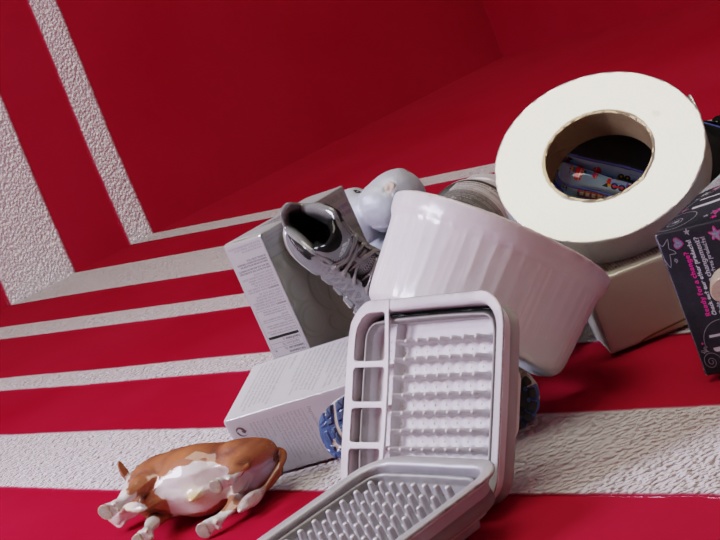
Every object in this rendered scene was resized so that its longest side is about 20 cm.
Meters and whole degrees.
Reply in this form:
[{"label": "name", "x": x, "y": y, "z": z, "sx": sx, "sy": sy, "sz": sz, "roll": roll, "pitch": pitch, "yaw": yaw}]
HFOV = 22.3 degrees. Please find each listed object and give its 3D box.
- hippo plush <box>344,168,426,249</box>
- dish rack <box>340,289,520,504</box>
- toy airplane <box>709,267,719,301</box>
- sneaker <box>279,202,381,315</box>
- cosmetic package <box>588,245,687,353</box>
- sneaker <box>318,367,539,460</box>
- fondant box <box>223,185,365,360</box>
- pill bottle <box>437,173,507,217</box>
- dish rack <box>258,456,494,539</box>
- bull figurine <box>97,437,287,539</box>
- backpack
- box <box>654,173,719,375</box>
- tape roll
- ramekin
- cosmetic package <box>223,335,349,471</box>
[{"label": "hippo plush", "x": 0.037, "y": -0.023, "z": 1.998, "sx": 0.200, "sy": 0.161, "sz": 0.159, "roll": -30, "pitch": -11, "yaw": 30}, {"label": "dish rack", "x": 0.060, "y": 0.107, "z": 1.446, "sx": 0.043, "sy": 0.173, "sz": 0.200, "roll": 9, "pitch": -10, "yaw": -34}, {"label": "toy airplane", "x": 0.381, "y": 0.004, "z": 1.305, "sx": 0.198, "sy": 0.142, "sz": 0.200, "roll": 8, "pitch": -18, "yaw": -25}, {"label": "sneaker", "x": 0.000, "y": 0.000, "z": 1.698, "sx": 0.075, "sy": 0.200, "sz": 0.116, "roll": -56, "pitch": -15, "yaw": -5}, {"label": "cosmetic package", "x": 0.301, "y": -0.001, "z": 1.676, "sx": 0.199, "sy": 0.073, "sz": 0.104, "roll": -22, "pitch": 11, "yaw": 1}, {"label": "sneaker", "x": 0.063, "y": 0.125, "z": 1.574, "sx": 0.199, "sy": 0.077, "sz": 0.085, "roll": -11, "pitch": 4, "yaw": 17}, {"label": "fondant box", "x": -0.037, "y": 0.034, "z": 1.833, "sx": 0.058, "sy": 0.201, "sz": 0.144, "roll": -16, "pitch": 12, "yaw": 41}, {"label": "pill bottle", "x": 0.122, "y": -0.042, "z": 2.140, "sx": 0.113, "sy": 0.114, "sz": 0.200, "roll": -17, "pitch": 11, "yaw": 24}, {"label": "dish rack", "x": -0.004, "y": 0.203, "z": 1.331, "sx": 0.200, "sy": 0.044, "sz": 0.171, "roll": -33, "pitch": 14, "yaw": -31}, {"label": "bull figurine", "x": -0.163, "y": 0.198, "z": 1.649, "sx": 0.199, "sy": 0.065, "sz": 0.121, "roll": -20, "pitch": 14, "yaw": 24}, {"label": "backpack", "x": 0.271, "y": -0.074, "z": 1.832, "sx": 0.182, "sy": 0.200, "sz": 0.135, "roll": 16, "pitch": 63, "yaw": 9}, {"label": "box", "x": 0.342, "y": -0.017, "z": 1.506, "sx": 0.114, "sy": 0.133, "sz": 0.200, "roll": -16, "pitch": 12, "yaw": 33}, {"label": "tape roll", "x": 0.225, "y": -0.098, "z": 1.694, "sx": 0.202, "sy": 0.037, "sz": 0.204, "roll": -11, "pitch": 52, "yaw": 14}, {"label": "ramekin", "x": 0.104, "y": 0.015, "z": 1.564, "sx": 0.098, "sy": 0.200, "sz": 0.200, "roll": -67, "pitch": 19, "yaw": -5}, {"label": "cosmetic package", "x": -0.015, "y": 0.115, "z": 1.689, "sx": 0.199, "sy": 0.071, "sz": 0.102, "roll": -18, "pitch": 23, "yaw": 25}]
